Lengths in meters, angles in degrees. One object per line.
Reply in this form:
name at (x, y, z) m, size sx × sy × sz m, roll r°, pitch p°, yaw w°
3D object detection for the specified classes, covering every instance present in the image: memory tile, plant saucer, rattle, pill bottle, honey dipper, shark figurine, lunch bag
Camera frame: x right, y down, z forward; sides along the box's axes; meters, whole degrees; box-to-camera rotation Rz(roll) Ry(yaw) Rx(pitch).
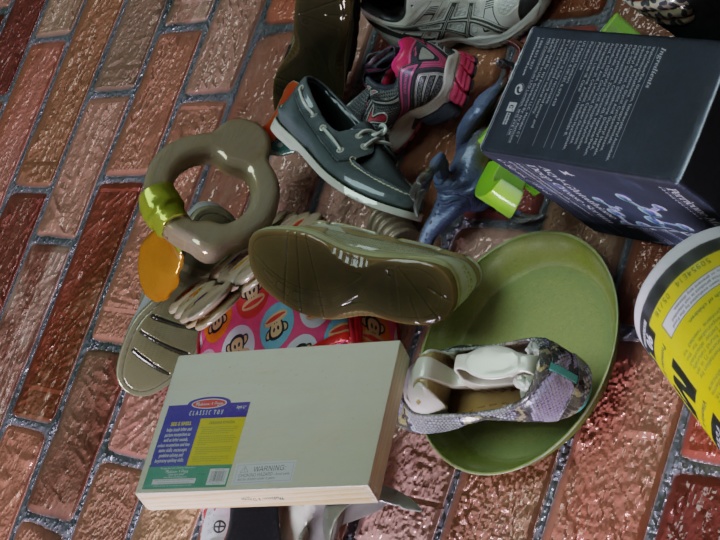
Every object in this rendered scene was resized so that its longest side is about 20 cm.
memory tile at (-0.107, -0.004, 1.513) m, size 0.153 × 0.017 × 0.200 m, roll -41°, pitch 11°, yaw -9°
plant saucer at (0.126, 0.067, 1.297) m, size 0.199 × 0.031 × 0.202 m, roll -27°, pitch 48°, yaw 35°
rattle at (-0.119, -0.069, 1.576) m, size 0.129 × 0.144 × 0.200 m, roll 20°, pitch 53°, yaw 23°
pill bottle at (0.267, 0.071, 1.069) m, size 0.114 × 0.114 × 0.201 m, roll -47°, pitch 39°, yaw 15°
honey dipper at (0.002, -0.075, 1.518) m, size 0.038 × 0.038 × 0.200 m, roll -49°, pitch 40°, yaw 14°
shark figurine at (-0.014, 0.187, 1.324) m, size 0.215 × 0.089 × 0.129 m, roll 118°, pitch 148°, yaw -53°
lunch bag at (-0.054, 0.082, 1.456) m, size 0.199 × 0.082 × 0.178 m, roll -31°, pitch 51°, yaw 33°

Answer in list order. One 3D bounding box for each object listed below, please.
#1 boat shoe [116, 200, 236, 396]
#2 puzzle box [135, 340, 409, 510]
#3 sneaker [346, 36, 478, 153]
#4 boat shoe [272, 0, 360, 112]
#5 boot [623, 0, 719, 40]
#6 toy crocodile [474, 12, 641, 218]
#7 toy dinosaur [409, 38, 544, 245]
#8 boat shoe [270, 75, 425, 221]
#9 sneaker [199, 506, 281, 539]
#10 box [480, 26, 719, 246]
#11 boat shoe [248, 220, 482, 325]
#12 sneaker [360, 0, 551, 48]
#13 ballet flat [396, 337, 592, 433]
boat shoe at (-0.179, 0.028, 1.640) m, size 0.201 × 0.074 × 0.068 m, roll -61°, pitch 18°, yaw 1°
puzzle box at (-0.067, 0.119, 1.282) m, size 0.198 × 0.026 × 0.134 m, roll -5°, pitch 49°, yaw 24°
sneaker at (0.028, -0.163, 1.495) m, size 0.200 × 0.074 × 0.081 m, roll -27°, pitch 45°, yaw 60°
boat shoe at (-0.033, -0.210, 1.579) m, size 0.066 × 0.071 × 0.202 m, roll -56°, pitch -14°, yaw -42°
boot at (0.292, -0.177, 1.165) m, size 0.202 × 0.153 × 0.074 m, roll 0°, pitch 67°, yaw 48°
toy crocodile at (0.158, -0.123, 1.316) m, size 0.200 × 0.068 × 0.062 m, roll -47°, pitch 4°, yaw -16°
toy dinosaur at (0.106, -0.076, 1.406) m, size 0.182 × 0.105 × 0.200 m, roll -55°, pitch 2°, yaw 23°
boat shoe at (-0.007, -0.108, 1.459) m, size 0.200 × 0.072 × 0.062 m, roll 40°, pitch 109°, yaw 42°
sneaker at (-0.103, 0.211, 1.370) m, size 0.108 × 0.066 × 0.204 m, roll 173°, pitch 102°, yaw -75°
box at (0.215, -0.090, 1.203) m, size 0.199 × 0.148 × 0.108 m, roll 14°, pitch 78°, yaw 51°
boat shoe at (0.001, -0.002, 1.365) m, size 0.199 × 0.063 × 0.074 m, roll 6°, pitch 111°, yaw 31°
sneaker at (0.083, -0.244, 1.497) m, size 0.199 × 0.087 × 0.076 m, roll -15°, pitch 54°, yaw 40°
ballet flat at (0.081, 0.081, 1.260) m, size 0.199 × 0.072 × 0.073 m, roll -10°, pitch 60°, yaw 45°
